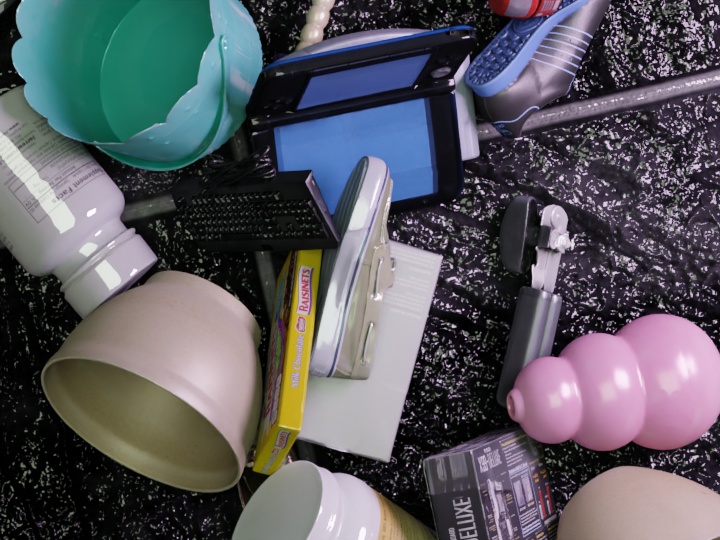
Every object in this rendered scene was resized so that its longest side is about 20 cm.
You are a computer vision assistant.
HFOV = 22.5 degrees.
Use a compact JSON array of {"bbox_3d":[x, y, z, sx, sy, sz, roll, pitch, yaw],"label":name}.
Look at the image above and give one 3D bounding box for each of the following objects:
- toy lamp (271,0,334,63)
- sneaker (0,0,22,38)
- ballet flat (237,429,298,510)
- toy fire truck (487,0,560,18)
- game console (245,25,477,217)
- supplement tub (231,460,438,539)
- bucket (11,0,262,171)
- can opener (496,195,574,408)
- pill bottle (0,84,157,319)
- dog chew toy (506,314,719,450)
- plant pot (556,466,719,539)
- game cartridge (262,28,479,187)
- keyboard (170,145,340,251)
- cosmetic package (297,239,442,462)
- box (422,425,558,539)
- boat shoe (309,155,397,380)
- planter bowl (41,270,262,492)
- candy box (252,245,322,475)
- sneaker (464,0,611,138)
[{"bbox_3d":[-0.040,-0.244,1.703,0.058,0.058,0.202,16,85,-2],"label":"toy lamp"},{"bbox_3d":[-0.385,-0.236,1.677,0.200,0.072,0.083,-41,89,-4],"label":"sneaker"},{"bbox_3d":[-0.083,0.235,1.676,0.067,0.046,0.202,-10,91,33],"label":"ballet flat"},{"bbox_3d":[0.096,-0.318,1.686,0.140,0.049,0.201,-9,61,-17],"label":"toy fire truck"},{"bbox_3d":[0.008,-0.122,1.611,0.198,0.171,0.119,-13,80,-14],"label":"game console"},{"bbox_3d":[-0.005,0.270,1.607,0.200,0.144,0.145,37,86,-28],"label":"supplement tub"},{"bbox_3d":[-0.194,-0.193,1.622,0.205,0.135,0.209,-4,79,23],"label":"bucket"},{"bbox_3d":[0.159,0.032,1.711,0.066,0.052,0.202,6,85,32],"label":"can opener"},{"bbox_3d":[-0.281,-0.059,1.653,0.114,0.114,0.200,-40,90,-4],"label":"pill bottle"},{"bbox_3d":[0.231,0.110,1.658,0.198,0.124,0.126,-8,88,-13],"label":"dog chew toy"},{"bbox_3d":[0.254,0.258,1.646,0.200,0.201,0.135,-36,55,-4],"label":"plant pot"},{"bbox_3d":[0.011,-0.155,1.680,0.198,0.040,0.135,-12,102,-14],"label":"game cartridge"},{"bbox_3d":[-0.110,-0.055,1.620,0.040,0.199,0.105,-40,115,-37],"label":"keyboard"},{"bbox_3d":[0.002,0.069,1.679,0.106,0.090,0.202,17,90,-1],"label":"cosmetic package"},{"bbox_3d":[0.125,0.229,1.620,0.049,0.200,0.159,-13,89,23],"label":"box"},{"bbox_3d":[0.000,0.000,1.615,0.061,0.072,0.202,13,94,-14],"label":"boat shoe"},{"bbox_3d":[-0.169,0.087,1.628,0.199,0.200,0.135,28,60,-1],"label":"planter bowl"},{"bbox_3d":[-0.065,0.073,1.625,0.026,0.102,0.202,11,59,-9],"label":"candy box"},{"bbox_3d":[0.182,-0.212,1.713,0.200,0.070,0.078,-44,126,-16],"label":"sneaker"}]
